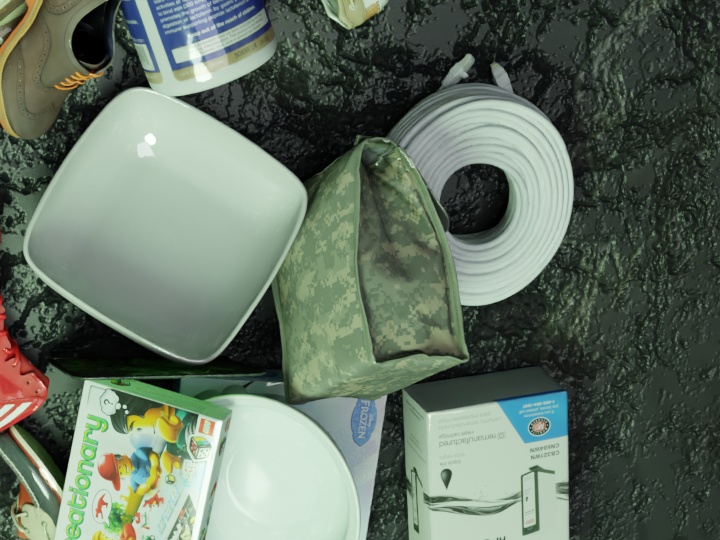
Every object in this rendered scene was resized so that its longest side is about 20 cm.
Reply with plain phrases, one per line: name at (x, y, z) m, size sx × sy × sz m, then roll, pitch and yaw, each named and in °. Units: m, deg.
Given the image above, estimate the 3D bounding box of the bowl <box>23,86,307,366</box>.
bowl at (-0.165, -0.032, 1.363) m, size 0.199 × 0.075 × 0.201 m, roll 31°, pitch 70°, yaw -2°

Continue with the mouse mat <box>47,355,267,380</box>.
mouse mat at (-0.176, 0.081, 1.367) m, size 0.159 × 0.200 × 0.008 m, roll 0°, pitch 92°, yaw -18°

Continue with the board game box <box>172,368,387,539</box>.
board game box at (-0.085, 0.193, 1.507) m, size 0.197 × 0.043 × 0.202 m, roll 5°, pitch 103°, yaw -16°

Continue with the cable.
cable at (0.104, -0.068, 1.480) m, size 0.200 × 0.069 × 0.200 m, roll -43°, pitch 113°, yaw -2°

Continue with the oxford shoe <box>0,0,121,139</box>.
oxford shoe at (-0.243, -0.169, 1.301) m, size 0.071 × 0.073 × 0.201 m, roll -26°, pitch 154°, yaw -41°

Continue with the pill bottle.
pill bottle at (-0.150, -0.255, 1.324) m, size 0.115 × 0.116 × 0.202 m, roll -22°, pitch 111°, yaw -10°

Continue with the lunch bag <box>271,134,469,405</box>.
lunch bag at (0.000, 0.000, 1.382) m, size 0.116 × 0.164 × 0.202 m, roll -1°, pitch 74°, yaw -30°

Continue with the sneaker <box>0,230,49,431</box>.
sneaker at (-0.316, 0.051, 1.391) m, size 0.114 × 0.078 × 0.202 m, roll 13°, pitch 113°, yaw -28°

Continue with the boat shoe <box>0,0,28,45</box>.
boat shoe at (-0.323, -0.184, 1.315) m, size 0.201 × 0.075 × 0.075 m, roll -35°, pitch 118°, yaw -6°

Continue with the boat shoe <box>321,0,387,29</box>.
boat shoe at (-0.045, -0.292, 1.370) m, size 0.068 × 0.075 × 0.200 m, roll -47°, pitch 114°, yaw -6°

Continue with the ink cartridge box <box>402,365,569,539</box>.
ink cartridge box at (0.122, 0.207, 1.554) m, size 0.144 × 0.084 × 0.202 m, roll -8°, pitch 106°, yaw -15°

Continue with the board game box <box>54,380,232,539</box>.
board game box at (-0.190, 0.198, 1.377) m, size 0.125 × 0.035 × 0.202 m, roll 15°, pitch 104°, yaw 9°

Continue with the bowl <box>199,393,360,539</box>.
bowl at (-0.087, 0.196, 1.419) m, size 0.199 × 0.090 × 0.204 m, roll 2°, pitch 102°, yaw 12°

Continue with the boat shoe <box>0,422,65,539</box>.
boat shoe at (-0.276, 0.226, 1.447) m, size 0.062 × 0.071 × 0.201 m, roll -29°, pitch 116°, yaw -4°
